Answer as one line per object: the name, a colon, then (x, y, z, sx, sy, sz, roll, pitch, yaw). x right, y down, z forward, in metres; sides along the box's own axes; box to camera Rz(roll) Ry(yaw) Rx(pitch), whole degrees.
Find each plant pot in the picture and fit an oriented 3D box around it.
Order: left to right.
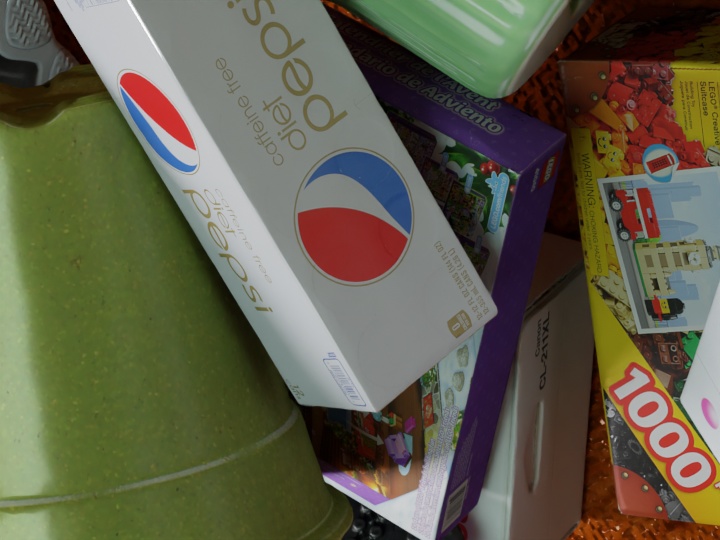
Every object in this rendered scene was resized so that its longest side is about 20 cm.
plant pot: (-0.114, 0.021, 1.180, 0.200, 0.200, 0.191, -1, 103, 34)

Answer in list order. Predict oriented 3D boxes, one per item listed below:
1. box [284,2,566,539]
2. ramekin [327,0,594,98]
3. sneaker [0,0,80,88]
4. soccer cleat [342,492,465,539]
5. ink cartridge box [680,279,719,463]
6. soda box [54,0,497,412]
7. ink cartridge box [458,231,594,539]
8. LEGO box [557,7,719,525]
box: (0.000, 0.000, 1.212, 0.137, 0.039, 0.200, 30, 133, 21)
ramekin: (0.067, -0.160, 1.119, 0.098, 0.200, 0.200, 37, 128, 3)
sneaker: (-0.192, -0.100, 1.399, 0.114, 0.075, 0.200, 20, 140, 46)
soccer cleat: (-0.043, 0.116, 1.309, 0.199, 0.068, 0.073, 9, 148, 22)
ink cartridge box: (0.191, 0.065, 1.049, 0.200, 0.043, 0.197, 60, 159, 29)
soda box: (-0.033, -0.047, 1.107, 0.200, 0.068, 0.064, 60, 156, -16)
ink cartridge box: (-0.001, 0.043, 1.329, 0.200, 0.083, 0.146, 17, 121, 26)
LEGO box: (0.171, 0.000, 1.199, 0.149, 0.077, 0.201, 4, 114, 33)
